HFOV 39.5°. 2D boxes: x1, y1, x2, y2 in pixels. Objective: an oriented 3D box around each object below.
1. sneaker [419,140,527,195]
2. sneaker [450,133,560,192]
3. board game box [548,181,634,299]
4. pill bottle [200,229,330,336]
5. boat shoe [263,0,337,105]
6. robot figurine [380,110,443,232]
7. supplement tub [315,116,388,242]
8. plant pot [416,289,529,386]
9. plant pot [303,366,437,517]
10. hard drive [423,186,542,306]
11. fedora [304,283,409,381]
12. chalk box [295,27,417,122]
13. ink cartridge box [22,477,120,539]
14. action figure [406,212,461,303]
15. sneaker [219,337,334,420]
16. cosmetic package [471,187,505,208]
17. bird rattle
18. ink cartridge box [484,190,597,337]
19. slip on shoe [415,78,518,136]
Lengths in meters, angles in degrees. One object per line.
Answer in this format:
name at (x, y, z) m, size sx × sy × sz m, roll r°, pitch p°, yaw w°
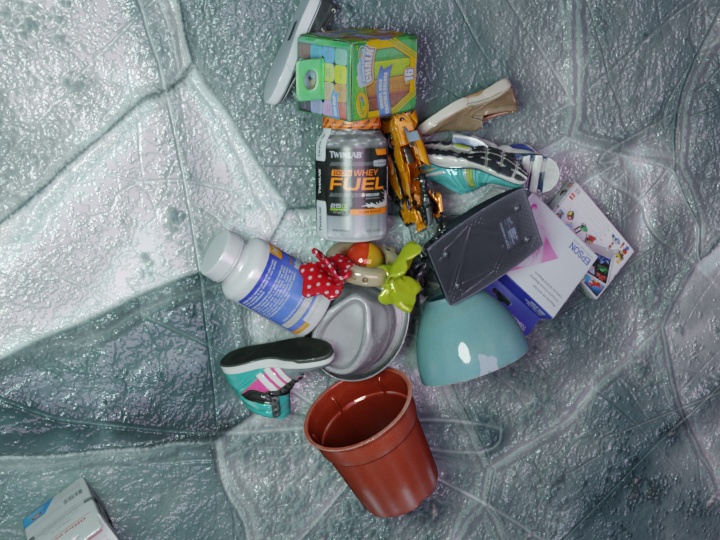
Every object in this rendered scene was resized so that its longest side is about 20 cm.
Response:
sneaker at (0.189, -0.169, 1.722) m, size 0.078 × 0.199 × 0.080 m, roll -55°, pitch 153°, yaw -52°
sneaker at (0.254, -0.191, 1.790) m, size 0.198 × 0.115 × 0.081 m, roll 14°, pitch 105°, yaw 5°
board game box at (0.422, -0.056, 1.910) m, size 0.200 × 0.035 × 0.126 m, roll 45°, pitch 80°, yaw -24°
pill bottle at (-0.154, 0.016, 1.628) m, size 0.199 × 0.112 × 0.112 m, roll 32°, pitch 86°, yaw -25°
boat shoe at (-0.094, -0.353, 1.613) m, size 0.056 × 0.069 × 0.201 m, roll 24°, pitch 87°, yaw -26°
robot figurine at (0.084, -0.164, 1.687) m, size 0.058 × 0.145 × 0.201 m, roll -20°, pitch 98°, yaw -17°
supplement tub at (-0.014, -0.153, 1.653) m, size 0.122 × 0.122 × 0.201 m, roll -5°, pitch 101°, yaw -23°
plant pot at (0.180, 0.102, 1.753) m, size 0.199 × 0.200 × 0.136 m, roll -21°, pitch 96°, yaw -19°
plant pot at (0.033, 0.305, 1.729) m, size 0.200 × 0.201 × 0.196 m, roll -35°, pitch 119°, yaw -14°
hard drive at (0.203, -0.044, 1.676) m, size 0.199 × 0.042 × 0.135 m, roll -33°, pitch 121°, yaw -13°
fedora at (-0.017, 0.095, 1.671) m, size 0.176 × 0.090 × 0.201 m, roll 35°, pitch 104°, yaw 8°
chalk box at (-0.019, -0.308, 1.579) m, size 0.199 × 0.123 × 0.125 m, roll -20°, pitch 119°, yaw -43°
ink cartridge box at (-0.437, 0.406, 1.524) m, size 0.116 × 0.200 × 0.068 m, roll -36°, pitch 111°, yaw -13°
action figure at (0.122, -0.006, 1.746) m, size 0.102 × 0.119 × 0.201 m, roll 34°, pitch 80°, yaw -20°
sneaker at (-0.124, 0.185, 1.655) m, size 0.199 × 0.084 × 0.121 m, roll -8°, pitch 117°, yaw 21°
cosmetic package at (0.278, -0.051, 1.839) m, size 0.083 × 0.051 × 0.200 m, roll -44°, pitch 113°, yaw -9°
bird rattle at (0.000, 0.000, 1.628) m, size 0.199 × 0.163 × 0.113 m, roll 0°, pitch 113°, yaw -2°
ink cartridge box at (0.306, -0.007, 1.810) m, size 0.196 × 0.043 × 0.200 m, roll 39°, pitch 83°, yaw -25°
slip on shoe at (0.189, -0.270, 1.748) m, size 0.199 × 0.076 × 0.061 m, roll -28°, pitch 93°, yaw -24°
